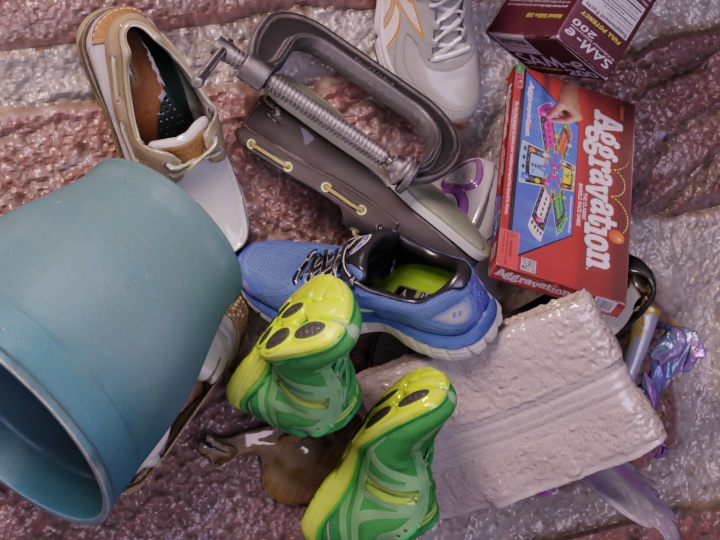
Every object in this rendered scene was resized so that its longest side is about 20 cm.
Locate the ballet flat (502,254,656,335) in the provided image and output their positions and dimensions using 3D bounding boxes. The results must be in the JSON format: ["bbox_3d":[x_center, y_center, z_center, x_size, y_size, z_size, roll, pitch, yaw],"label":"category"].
[{"bbox_3d":[0.137,0.053,1.411,0.200,0.068,0.068,-39,105,-9],"label":"ballet flat"}]

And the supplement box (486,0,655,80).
[{"bbox_3d":[0.190,-0.244,1.444,0.061,0.109,0.200,36,83,-26],"label":"supplement box"}]

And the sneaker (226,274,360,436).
[{"bbox_3d":[-0.029,0.063,1.301,0.084,0.200,0.074,36,67,-3],"label":"sneaker"}]

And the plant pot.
[{"bbox_3d":[-0.185,0.034,1.276,0.188,0.200,0.200,-48,115,-28],"label":"plant pot"}]

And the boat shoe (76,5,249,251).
[{"bbox_3d":[-0.133,-0.090,1.338,0.075,0.068,0.200,-36,111,-16],"label":"boat shoe"}]

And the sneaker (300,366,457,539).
[{"bbox_3d":[0.028,0.141,1.350,0.084,0.200,0.074,33,45,3],"label":"sneaker"}]

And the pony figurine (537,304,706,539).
[{"bbox_3d":[0.183,0.118,1.491,0.193,0.167,0.200,28,89,6],"label":"pony figurine"}]

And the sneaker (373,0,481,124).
[{"bbox_3d":[0.052,-0.200,1.395,0.076,0.092,0.200,-23,107,-20],"label":"sneaker"}]

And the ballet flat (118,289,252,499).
[{"bbox_3d":[-0.132,0.084,1.367,0.071,0.065,0.200,35,82,-23],"label":"ballet flat"}]

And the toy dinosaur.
[{"bbox_3d":[-0.026,0.138,1.442,0.200,0.058,0.101,24,102,-19],"label":"toy dinosaur"}]

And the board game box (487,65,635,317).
[{"bbox_3d":[0.153,-0.062,1.424,0.103,0.019,0.200,18,51,-12],"label":"board game box"}]

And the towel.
[{"bbox_3d":[0.102,0.101,1.372,0.200,0.034,0.133,-23,110,21],"label":"towel"}]

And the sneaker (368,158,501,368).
[{"bbox_3d":[0.071,0.013,1.460,0.100,0.075,0.200,15,95,-41],"label":"sneaker"}]

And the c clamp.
[{"bbox_3d":[-0.019,-0.115,1.345,0.200,0.171,0.027,30,122,-10],"label":"c clamp"}]

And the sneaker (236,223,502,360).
[{"bbox_3d":[0.000,0.000,1.345,0.089,0.200,0.079,70,36,-47],"label":"sneaker"}]

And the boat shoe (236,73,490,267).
[{"bbox_3d":[0.002,-0.058,1.384,0.201,0.072,0.061,39,105,0],"label":"boat shoe"}]
